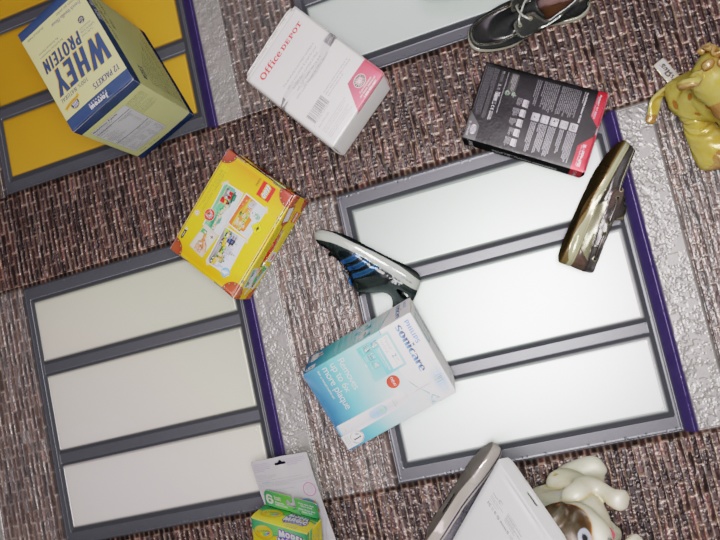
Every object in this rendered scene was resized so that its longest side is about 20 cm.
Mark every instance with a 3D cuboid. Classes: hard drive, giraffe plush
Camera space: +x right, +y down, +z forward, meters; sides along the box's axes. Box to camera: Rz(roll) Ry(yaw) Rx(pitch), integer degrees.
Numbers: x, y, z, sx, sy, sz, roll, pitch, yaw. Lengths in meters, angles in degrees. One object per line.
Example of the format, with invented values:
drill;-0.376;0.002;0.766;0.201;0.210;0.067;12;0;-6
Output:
hard drive;0.191;0.377;0.875;0.133;0.026;0.203;56;136;46
giraffe plush;0.505;-0.252;0.886;0.198;0.162;0.174;36;96;12

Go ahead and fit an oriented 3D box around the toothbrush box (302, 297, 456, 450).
toothbrush box;0.031;0.162;1.010;0.197;0.085;0.148;-30;100;9

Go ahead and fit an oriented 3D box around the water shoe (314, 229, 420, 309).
water shoe;0.000;0.000;1.049;0.197;0.071;0.080;27;96;14

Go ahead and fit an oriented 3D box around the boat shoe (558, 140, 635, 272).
boat shoe;0.366;-0.094;0.969;0.064;0.073;0.203;25;98;2

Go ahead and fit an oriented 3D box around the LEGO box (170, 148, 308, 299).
LEGO box;-0.207;-0.078;1.098;0.148;0.077;0.202;34;96;12

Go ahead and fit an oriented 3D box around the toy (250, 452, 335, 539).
toy;-0.098;0.398;1.067;0.113;0.047;0.205;-16;92;24

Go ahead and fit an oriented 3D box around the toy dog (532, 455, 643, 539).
toy dog;0.291;0.355;0.899;0.189;0.200;0.143;-5;86;13

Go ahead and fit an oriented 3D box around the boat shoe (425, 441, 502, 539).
boat shoe;0.185;0.370;0.997;0.092;0.075;0.202;32;103;6

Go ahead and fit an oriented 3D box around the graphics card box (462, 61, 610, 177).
graphics card box;0.270;-0.235;1.002;0.196;0.051;0.128;18;93;13

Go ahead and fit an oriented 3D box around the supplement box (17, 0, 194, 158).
supplement box;-0.426;-0.330;1.098;0.133;0.200;0.202;-35;81;9

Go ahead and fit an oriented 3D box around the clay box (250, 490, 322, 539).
clay box;-0.114;0.465;1.034;0.113;0.047;0.205;2;105;29

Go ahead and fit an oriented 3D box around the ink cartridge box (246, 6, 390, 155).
ink cartridge box;-0.070;-0.314;1.070;0.199;0.085;0.147;39;97;10

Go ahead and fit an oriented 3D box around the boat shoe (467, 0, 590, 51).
boat shoe;0.261;-0.405;1.003;0.196;0.068;0.074;-17;86;14
